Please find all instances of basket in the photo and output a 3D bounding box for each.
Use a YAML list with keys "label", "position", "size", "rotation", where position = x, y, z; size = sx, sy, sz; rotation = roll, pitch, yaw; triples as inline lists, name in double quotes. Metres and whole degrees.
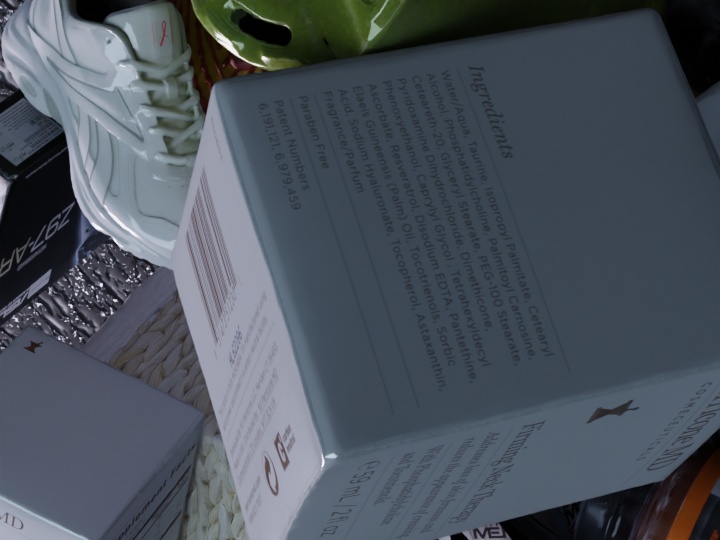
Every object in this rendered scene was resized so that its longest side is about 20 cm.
- label: "basket"
  position: [-0.069, 0.103, 1.128]
  size: [0.161, 0.200, 0.199]
  rotation: [21, 132, 18]

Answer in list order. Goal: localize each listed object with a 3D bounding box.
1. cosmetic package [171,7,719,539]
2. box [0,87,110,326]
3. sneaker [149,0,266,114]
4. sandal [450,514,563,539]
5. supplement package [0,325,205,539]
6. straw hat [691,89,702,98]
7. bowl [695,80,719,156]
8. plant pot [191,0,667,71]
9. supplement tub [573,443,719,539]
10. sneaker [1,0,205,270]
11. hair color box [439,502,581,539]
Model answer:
- label: "cosmetic package"
  position: [0.041, 0.012, 0.770]
  size: [0.167, 0.200, 0.167]
  rotation: [113, 142, -63]
- label: "box"
  position: [-0.170, -0.063, 1.067]
  size: [0.043, 0.200, 0.160]
  rotation: [37, 137, 10]
- label: "sneaker"
  position: [-0.093, -0.158, 1.008]
  size: [0.073, 0.077, 0.200]
  rotation: [-23, 87, 17]
- label: "sandal"
  position: [0.103, 0.179, 1.050]
  size: [0.200, 0.048, 0.075]
  rotation: [43, 170, 1]
- label: "supplement package"
  position: [-0.176, 0.154, 1.012]
  size: [0.117, 0.117, 0.200]
  rotation: [25, 132, 12]
- label: "straw hat"
  position: [0.139, -0.017, 0.942]
  size: [0.201, 0.085, 0.202]
  rotation: [7, 109, 21]
- label: "bowl"
  position: [0.244, -0.015, 0.794]
  size: [0.199, 0.075, 0.200]
  rotation: [-29, 68, 12]
- label: "plant pot"
  position: [0.016, -0.151, 0.808]
  size: [0.200, 0.190, 0.201]
  rotation: [3, 96, 28]
- label: "supplement tub"
  position: [0.223, 0.165, 1.011]
  size: [0.200, 0.107, 0.107]
  rotation: [23, 134, 22]
- label: "sneaker"
  position: [-0.115, -0.088, 0.936]
  size: [0.200, 0.078, 0.099]
  rotation: [52, 137, 16]
- label: "hair color box"
  position: [0.132, 0.214, 1.155]
  size: [0.099, 0.061, 0.200]
  rotation: [-9, 117, 42]
